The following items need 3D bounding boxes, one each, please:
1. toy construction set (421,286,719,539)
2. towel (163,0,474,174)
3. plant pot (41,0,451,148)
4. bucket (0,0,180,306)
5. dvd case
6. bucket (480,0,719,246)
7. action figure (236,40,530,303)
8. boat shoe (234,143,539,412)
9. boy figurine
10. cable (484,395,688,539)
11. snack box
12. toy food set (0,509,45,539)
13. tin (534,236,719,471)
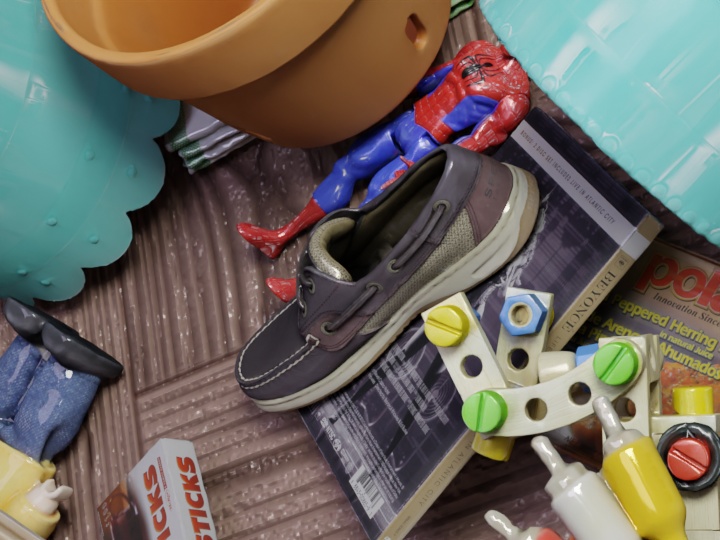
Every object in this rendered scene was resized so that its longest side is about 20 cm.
[{"bbox_3d":[0.098,0.106,0.939,0.130,0.092,0.202,-2,103,17],"label":"toy construction set"},{"bbox_3d":[-0.041,-0.162,1.205,0.199,0.031,0.150,-30,60,21],"label":"towel"},{"bbox_3d":[-0.045,-0.155,1.095,0.199,0.140,0.201,-17,55,25],"label":"plant pot"},{"bbox_3d":[-0.214,-0.094,1.209,0.206,0.134,0.209,-17,64,38],"label":"bucket"},{"bbox_3d":[0.052,0.024,1.047,0.200,0.016,0.149,-51,27,8],"label":"dvd case"},{"bbox_3d":[0.161,-0.108,0.945,0.135,0.207,0.208,-47,54,14],"label":"bucket"},{"bbox_3d":[0.023,-0.064,1.118,0.200,0.052,0.066,-40,51,13],"label":"action figure"},{"bbox_3d":[0.000,0.000,1.067,0.200,0.065,0.072,-35,34,34],"label":"boat shoe"},{"bbox_3d":[-0.217,0.115,1.199,0.124,0.064,0.201,33,90,33],"label":"boy figurine"},{"bbox_3d":[0.130,0.150,0.853,0.097,0.050,0.200,-48,68,13],"label":"cable"},{"bbox_3d":[-0.090,0.189,1.091,0.072,0.024,0.201,-46,48,36],"label":"snack box"},{"bbox_3d":[-0.237,0.187,1.132,0.199,0.060,0.144,35,95,-4],"label":"toy food set"},{"bbox_3d":[0.157,0.053,0.993,0.199,0.042,0.113,25,92,37],"label":"tin"}]
